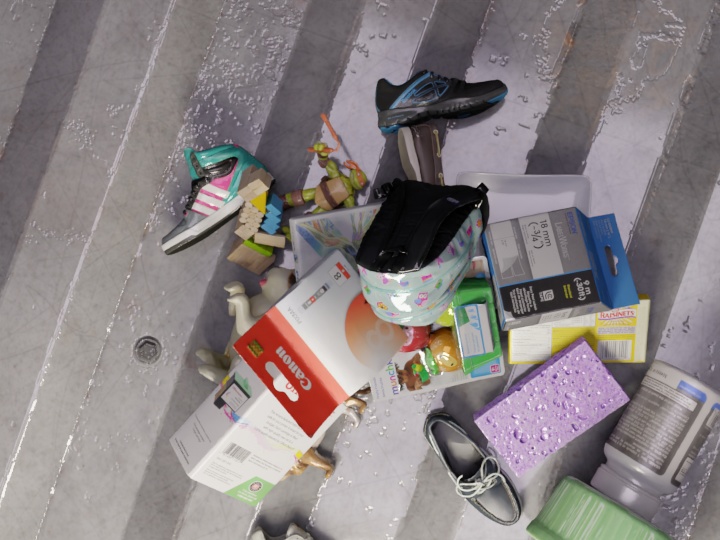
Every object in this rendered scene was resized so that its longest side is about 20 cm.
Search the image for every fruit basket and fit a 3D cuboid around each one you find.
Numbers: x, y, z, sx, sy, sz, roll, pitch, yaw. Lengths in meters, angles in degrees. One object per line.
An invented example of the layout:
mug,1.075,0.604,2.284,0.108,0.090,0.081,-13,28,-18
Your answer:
fruit basket,0.098,0.087,1.268,0.198,0.094,0.187,-12,105,-5

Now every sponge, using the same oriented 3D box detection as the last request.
sponge,0.275,0.197,1.288,0.199,0.030,0.112,-37,98,8

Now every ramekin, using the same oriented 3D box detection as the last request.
ramekin,0.335,0.367,1.214,0.199,0.200,0.098,31,85,6

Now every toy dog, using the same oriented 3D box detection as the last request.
toy dog,-0.124,0.087,1.302,0.193,0.140,0.201,31,91,-7

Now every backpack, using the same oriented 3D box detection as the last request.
backpack,0.078,-0.027,1.182,0.165,0.201,0.127,2,129,29

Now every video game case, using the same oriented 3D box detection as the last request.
video game case,0.000,0.000,1.276,0.198,0.022,0.184,-12,102,-28

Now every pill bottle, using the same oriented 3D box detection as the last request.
pill bottle,0.412,0.238,1.246,0.113,0.114,0.201,31,90,6

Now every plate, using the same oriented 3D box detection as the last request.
plate,0.237,-0.042,1.318,0.198,0.032,0.202,2,88,6

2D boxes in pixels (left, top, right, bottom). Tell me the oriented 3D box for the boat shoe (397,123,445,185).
boat shoe,0.104,-0.116,1.317,0.059,0.072,0.202,-13,93,-10

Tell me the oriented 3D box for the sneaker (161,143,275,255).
sneaker,-0.241,-0.123,1.345,0.199,0.084,0.121,-37,90,-4

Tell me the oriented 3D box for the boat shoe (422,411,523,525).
boat shoe,0.165,0.291,1.298,0.075,0.062,0.201,-35,85,2

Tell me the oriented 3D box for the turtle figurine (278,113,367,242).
turtle figurine,-0.055,-0.120,1.334,0.160,0.064,0.201,-26,102,14

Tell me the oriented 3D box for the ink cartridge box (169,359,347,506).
ink cartridge box,-0.139,0.209,1.233,0.200,0.145,0.084,-47,45,3

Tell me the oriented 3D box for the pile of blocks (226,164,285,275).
pile of blocks,-0.143,-0.081,1.307,0.081,0.201,0.063,12,49,-5

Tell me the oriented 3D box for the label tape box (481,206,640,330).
label tape box,0.280,-0.009,1.244,0.198,0.063,0.146,-11,71,1

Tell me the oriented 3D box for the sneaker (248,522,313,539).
sneaker,-0.078,0.424,1.316,0.198,0.076,0.093,3,84,5

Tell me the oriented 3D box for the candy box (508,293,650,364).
candy box,0.313,0.085,1.290,0.198,0.026,0.103,-1,112,6

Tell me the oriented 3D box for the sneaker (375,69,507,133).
sneaker,0.117,-0.263,1.319,0.198,0.073,0.083,-10,85,5

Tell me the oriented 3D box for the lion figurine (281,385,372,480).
lion figurine,-0.073,0.232,1.322,0.122,0.072,0.201,29,89,8

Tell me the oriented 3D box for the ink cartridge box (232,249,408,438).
ink cartridge box,-0.047,0.091,1.166,0.163,0.050,0.200,51,50,-7
